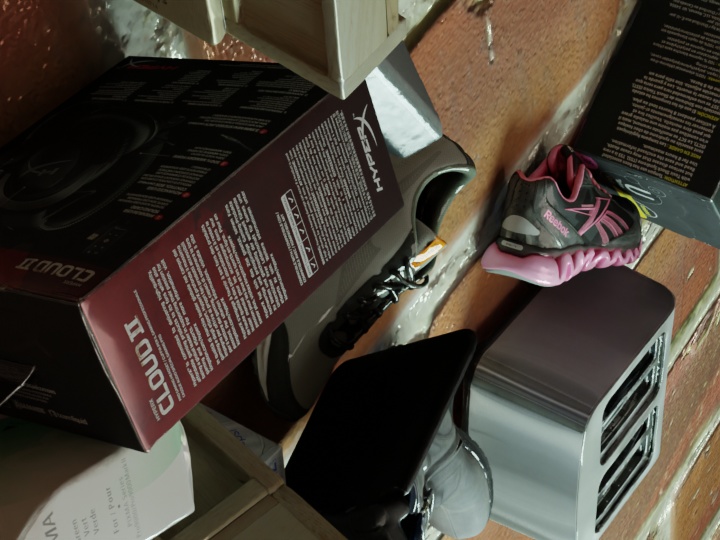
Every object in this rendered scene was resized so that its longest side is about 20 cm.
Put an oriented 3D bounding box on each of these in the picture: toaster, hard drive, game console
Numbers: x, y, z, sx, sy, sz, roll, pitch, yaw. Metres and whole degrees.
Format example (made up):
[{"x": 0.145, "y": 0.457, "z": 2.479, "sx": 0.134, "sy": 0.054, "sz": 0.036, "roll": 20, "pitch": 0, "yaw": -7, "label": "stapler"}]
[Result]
[{"x": 0.161, "y": 0.107, "z": 1.307, "sx": 0.200, "sy": 0.118, "sz": 0.181, "roll": -44, "pitch": 144, "yaw": -37, "label": "toaster"}, {"x": -0.031, "y": -0.146, "z": 0.761, "sx": 0.033, "sy": 0.140, "sz": 0.200, "roll": -29, "pitch": 154, "yaw": 12, "label": "hard drive"}, {"x": 0.021, "y": 0.147, "z": 0.977, "sx": 0.116, "sy": 0.200, "sz": 0.176, "roll": -28, "pitch": 93, "yaw": -25, "label": "game console"}]

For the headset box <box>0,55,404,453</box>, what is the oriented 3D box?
[{"x": -0.102, "y": -0.011, "z": 0.697, "sx": 0.200, "sy": 0.149, "sz": 0.077, "roll": -46, "pitch": 129, "yaw": -37, "label": "headset box"}]

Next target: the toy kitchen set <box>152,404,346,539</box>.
[{"x": -0.101, "y": 0.209, "z": 0.805, "sx": 0.163, "sy": 0.180, "sz": 0.200, "roll": -34, "pitch": 152, "yaw": -35, "label": "toy kitchen set"}]

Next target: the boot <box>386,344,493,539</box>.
[{"x": 0.040, "y": 0.159, "z": 1.140, "sx": 0.132, "sy": 0.070, "sz": 0.200, "roll": -77, "pitch": 153, "yaw": -42, "label": "boot"}]

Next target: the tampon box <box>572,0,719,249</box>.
[{"x": 0.282, "y": -0.139, "z": 1.325, "sx": 0.200, "sy": 0.126, "sz": 0.150, "roll": -63, "pitch": 152, "yaw": -6, "label": "tampon box"}]

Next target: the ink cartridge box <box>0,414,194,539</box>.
[{"x": -0.186, "y": 0.109, "z": 0.636, "sx": 0.200, "sy": 0.161, "sz": 0.050, "roll": -25, "pitch": 109, "yaw": -52, "label": "ink cartridge box"}]

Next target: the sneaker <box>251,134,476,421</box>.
[{"x": 0.000, "y": 0.000, "z": 0.979, "sx": 0.201, "sy": 0.079, "sz": 0.074, "roll": -63, "pitch": 154, "yaw": -5, "label": "sneaker"}]

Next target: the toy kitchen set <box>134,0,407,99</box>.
[{"x": -0.038, "y": -0.208, "z": 0.580, "sx": 0.181, "sy": 0.200, "sz": 0.163, "roll": -48, "pitch": 157, "yaw": -24, "label": "toy kitchen set"}]

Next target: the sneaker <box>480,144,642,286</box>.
[{"x": 0.163, "y": -0.049, "z": 1.251, "sx": 0.200, "sy": 0.079, "sz": 0.096, "roll": -17, "pitch": 114, "yaw": -58, "label": "sneaker"}]

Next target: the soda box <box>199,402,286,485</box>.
[{"x": -0.083, "y": 0.176, "z": 0.974, "sx": 0.063, "sy": 0.068, "sz": 0.200, "roll": -43, "pitch": 145, "yaw": -37, "label": "soda box"}]
